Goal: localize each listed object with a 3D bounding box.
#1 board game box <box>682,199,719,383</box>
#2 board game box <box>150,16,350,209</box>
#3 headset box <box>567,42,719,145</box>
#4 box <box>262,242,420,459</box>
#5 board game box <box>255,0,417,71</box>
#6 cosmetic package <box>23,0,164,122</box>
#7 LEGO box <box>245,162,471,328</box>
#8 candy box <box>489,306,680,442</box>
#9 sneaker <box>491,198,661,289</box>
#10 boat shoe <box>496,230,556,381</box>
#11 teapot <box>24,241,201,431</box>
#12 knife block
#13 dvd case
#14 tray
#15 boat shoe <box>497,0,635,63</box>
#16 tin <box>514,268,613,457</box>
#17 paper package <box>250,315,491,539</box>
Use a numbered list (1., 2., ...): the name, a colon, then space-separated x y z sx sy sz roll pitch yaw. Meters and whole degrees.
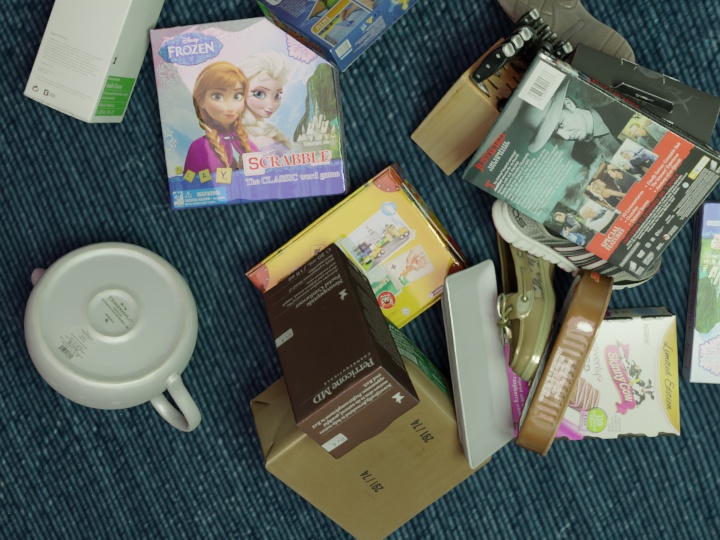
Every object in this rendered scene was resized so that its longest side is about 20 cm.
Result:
1. board game box: 0.459 0.026 1.083 0.200 0.041 0.200 2 99 6
2. board game box: -0.120 -0.175 1.110 0.200 0.041 0.200 -6 98 7
3. headset box: 0.252 -0.132 1.000 0.149 0.200 0.075 22 70 2
4. box: -0.025 0.074 0.985 0.100 0.200 0.075 -36 129 10
5. board game box: 0.007 -0.306 1.023 0.200 0.034 0.135 -44 54 -6
6. cosmetic package: -0.280 -0.268 1.089 0.085 0.108 0.200 24 102 2
7. LEGO box: 0.000 0.000 1.112 0.200 0.077 0.149 -36 93 10
8. candy box: 0.246 0.115 1.111 0.200 0.061 0.137 -4 97 6
9. sneaker: 0.237 -0.041 1.024 0.200 0.087 0.074 21 58 -19
10. boat shoe: 0.167 0.024 1.057 0.063 0.200 0.073 12 143 -3
11. teapot: -0.276 0.075 1.125 0.197 0.146 0.200 3 65 -14
12. knife block: 0.124 -0.173 1.009 0.064 0.176 0.200 46 112 0
13. dvd case: 0.215 -0.095 0.930 0.200 0.022 0.146 28 123 -2
14. tray: 0.119 0.095 1.046 0.022 0.107 0.200 -3 100 35
15. boat shoe: 0.205 -0.252 1.053 0.076 0.072 0.200 -34 72 -2
16. tin: 0.204 0.093 1.019 0.042 0.112 0.200 20 106 4
17. paper package: 0.013 0.174 1.085 0.191 0.103 0.200 -38 124 10
